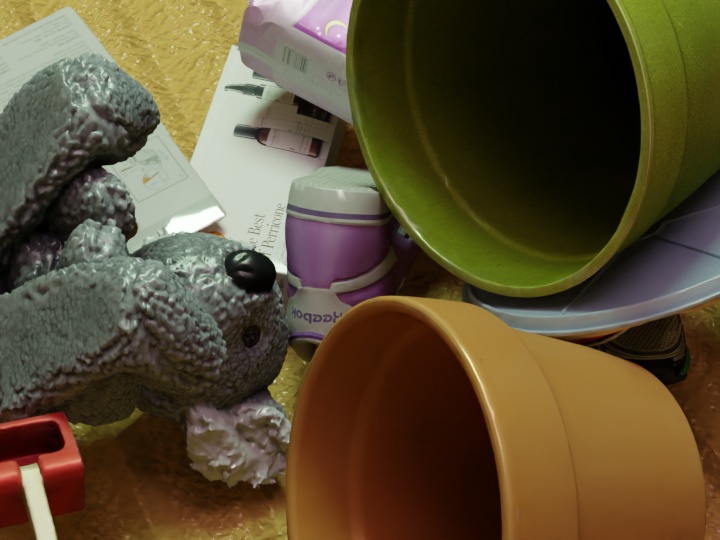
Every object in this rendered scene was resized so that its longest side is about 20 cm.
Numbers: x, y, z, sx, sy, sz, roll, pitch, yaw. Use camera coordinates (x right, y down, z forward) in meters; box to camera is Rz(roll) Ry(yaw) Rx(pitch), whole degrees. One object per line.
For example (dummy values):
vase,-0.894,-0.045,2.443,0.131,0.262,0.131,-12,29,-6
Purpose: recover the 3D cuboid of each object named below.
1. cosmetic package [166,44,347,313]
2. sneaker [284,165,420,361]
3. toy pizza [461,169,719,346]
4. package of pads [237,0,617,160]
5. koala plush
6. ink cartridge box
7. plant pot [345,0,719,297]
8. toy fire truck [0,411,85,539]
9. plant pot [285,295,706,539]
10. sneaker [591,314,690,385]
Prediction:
cosmetic package,-0.062,-0.055,1.214,0.082,0.051,0.201,9,43,4
sneaker,-0.001,0.000,1.153,0.072,0.115,0.200,6,9,19
toy pizza,0.150,-0.008,1.058,0.199,0.032,0.200,-18,20,7
package of pads,0.039,-0.131,1.184,0.199,0.076,0.121,29,63,10
koala plush,-0.114,0.021,1.026,0.199,0.183,0.178,17,45,-49
ink cartridge box,-0.191,-0.051,1.181,0.159,0.047,0.200,-29,57,-16
plant pot,0.130,-0.109,1.050,0.192,0.201,0.200,-21,48,-40
toy fire truck,-0.130,0.179,0.889,0.048,0.142,0.201,-10,45,-17
plant pot,0.070,0.112,0.965,0.139,0.201,0.201,0,40,-31
sneaker,0.141,-0.011,1.166,0.077,0.086,0.201,-5,45,-11
